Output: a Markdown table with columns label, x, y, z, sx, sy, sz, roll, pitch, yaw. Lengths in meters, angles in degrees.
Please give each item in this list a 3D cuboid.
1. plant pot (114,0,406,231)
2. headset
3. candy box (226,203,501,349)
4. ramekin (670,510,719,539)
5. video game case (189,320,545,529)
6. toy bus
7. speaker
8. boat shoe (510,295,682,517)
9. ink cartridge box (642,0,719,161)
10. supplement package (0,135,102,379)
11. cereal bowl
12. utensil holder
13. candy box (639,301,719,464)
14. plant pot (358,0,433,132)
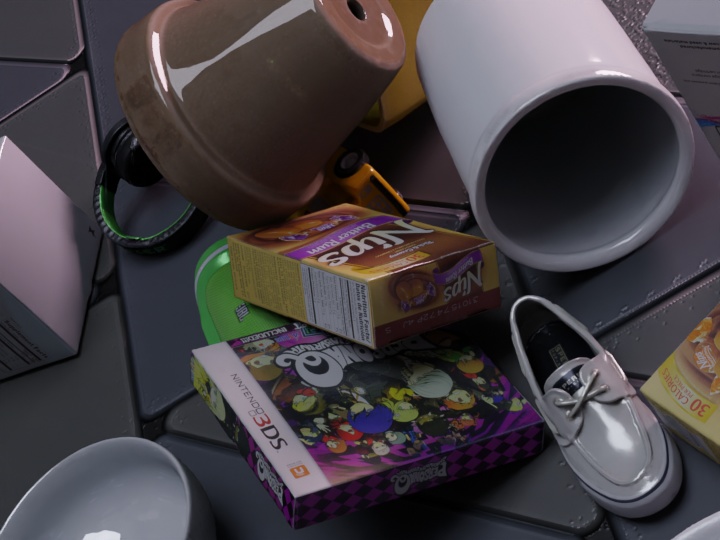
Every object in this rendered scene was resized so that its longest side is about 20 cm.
| label | x | y | z | sx | sy | sz | roll | pitch | yaw |
| --- | --- | --- | --- | --- | --- | --- | --- | --- | --- |
| plant pot | -0.065 | -0.158 | 1.529 | 0.174 | 0.200 | 0.201 | -35 | 38 | 30 |
| headset | -0.184 | -0.116 | 1.789 | 0.123 | 0.094 | 0.200 | 6 | 72 | 30 |
| candy box | 0.000 | 0.000 | 1.473 | 0.116 | 0.057 | 0.200 | -17 | 20 | -31 |
| ramekin | 0.245 | 0.240 | 1.126 | 0.200 | 0.098 | 0.201 | -22 | 44 | 22 |
| video game case | 0.002 | 0.094 | 1.414 | 0.200 | 0.036 | 0.181 | -14 | 39 | -23 |
| toy bus | -0.044 | -0.079 | 1.674 | 0.078 | 0.065 | 0.200 | -47 | 40 | -5 |
| speaker | -0.073 | 0.055 | 1.563 | 0.088 | 0.088 | 0.200 | -37 | 40 | 7 |
| boat shoe | 0.157 | 0.088 | 1.359 | 0.072 | 0.066 | 0.200 | -34 | 40 | 10 |
| ink cartridge box | 0.293 | -0.157 | 1.363 | 0.084 | 0.200 | 0.145 | 10 | 62 | 40 |
| supplement package | -0.369 | 0.005 | 1.798 | 0.200 | 0.151 | 0.152 | -19 | 45 | 26 |
| cereal bowl | -0.189 | 0.232 | 1.500 | 0.200 | 0.083 | 0.200 | -23 | 43 | 23 |
| utensil holder | 0.141 | -0.125 | 1.486 | 0.170 | 0.170 | 0.200 | -33 | 38 | 11 |
| candy box | 0.288 | 0.091 | 1.257 | 0.115 | 0.055 | 0.200 | -47 | 40 | -6 |
| plant pot | 0.011 | -0.257 | 1.679 | 0.176 | 0.200 | 0.200 | -25 | 30 | -32 |
